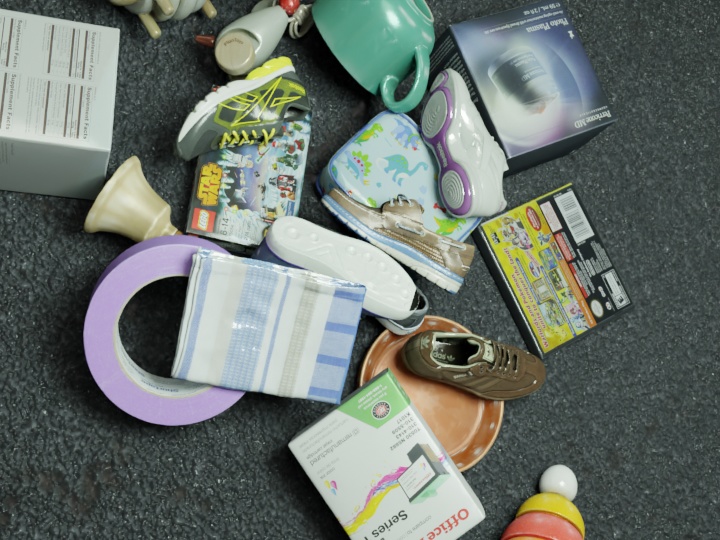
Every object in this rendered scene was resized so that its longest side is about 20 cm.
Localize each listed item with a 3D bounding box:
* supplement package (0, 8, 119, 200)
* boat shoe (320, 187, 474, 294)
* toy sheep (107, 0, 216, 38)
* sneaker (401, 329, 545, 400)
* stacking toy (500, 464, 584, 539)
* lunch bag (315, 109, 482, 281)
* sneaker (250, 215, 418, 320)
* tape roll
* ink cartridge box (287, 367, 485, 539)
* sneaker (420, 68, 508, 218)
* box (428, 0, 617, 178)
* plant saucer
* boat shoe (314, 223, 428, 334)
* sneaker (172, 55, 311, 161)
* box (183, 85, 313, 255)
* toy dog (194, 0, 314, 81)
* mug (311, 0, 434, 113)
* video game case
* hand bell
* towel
[{"bbox_3d":[-0.381,-0.185,1.044,0.197,0.152,0.153,5,72,-18],"label":"supplement package"},{"bbox_3d":[0.047,-0.052,1.123,0.199,0.072,0.073,32,91,-10],"label":"boat shoe"},{"bbox_3d":[-0.241,-0.377,1.171,0.199,0.138,0.139,-32,86,-40],"label":"toy sheep"},{"bbox_3d":[0.152,0.117,1.159,0.197,0.076,0.072,9,71,-17],"label":"sneaker"},{"bbox_3d":[0.231,0.329,1.152,0.145,0.146,0.201,34,47,-7],"label":"stacking toy"},{"bbox_3d":[0.055,-0.098,1.218,0.200,0.082,0.161,46,66,-2],"label":"lunch bag"},{"bbox_3d":[-0.043,0.030,1.113,0.198,0.147,0.081,27,46,-4],"label":"sneaker"},{"bbox_3d":[-0.204,0.065,1.037,0.197,0.066,0.203,-2,101,-12],"label":"tape roll"},{"bbox_3d":[0.031,0.238,1.082,0.144,0.084,0.201,-35,88,0],"label":"ink cartridge box"},{"bbox_3d":[0.136,-0.160,1.203,0.099,0.075,0.203,0,74,-37],"label":"sneaker"},{"bbox_3d":[0.219,-0.250,1.304,0.198,0.123,0.201,-21,84,-24],"label":"box"},{"bbox_3d":[0.087,0.159,1.182,0.197,0.032,0.203,6,72,-18],"label":"plant saucer"},{"bbox_3d":[0.000,0.000,1.162,0.199,0.068,0.072,40,61,9],"label":"boat shoe"},{"bbox_3d":[-0.138,-0.185,1.132,0.200,0.074,0.085,-40,89,-25],"label":"sneaker"},{"bbox_3d":[-0.140,-0.121,1.176,0.135,0.040,0.203,12,71,-15],"label":"box"},{"bbox_3d":[-0.138,-0.327,1.197,0.096,0.132,0.201,31,62,7],"label":"toy dog"},{"bbox_3d":[0.036,-0.312,1.221,0.186,0.114,0.152,50,22,-11],"label":"mug"},{"bbox_3d":[0.270,-0.002,1.301,0.179,0.025,0.202,-24,84,-25],"label":"video game case"},{"bbox_3d":[-0.208,-0.032,1.080,0.199,0.104,0.105,35,66,-4],"label":"hand bell"},{"bbox_3d":[-0.099,0.065,1.014,0.197,0.024,0.149,12,101,-15],"label":"towel"}]
